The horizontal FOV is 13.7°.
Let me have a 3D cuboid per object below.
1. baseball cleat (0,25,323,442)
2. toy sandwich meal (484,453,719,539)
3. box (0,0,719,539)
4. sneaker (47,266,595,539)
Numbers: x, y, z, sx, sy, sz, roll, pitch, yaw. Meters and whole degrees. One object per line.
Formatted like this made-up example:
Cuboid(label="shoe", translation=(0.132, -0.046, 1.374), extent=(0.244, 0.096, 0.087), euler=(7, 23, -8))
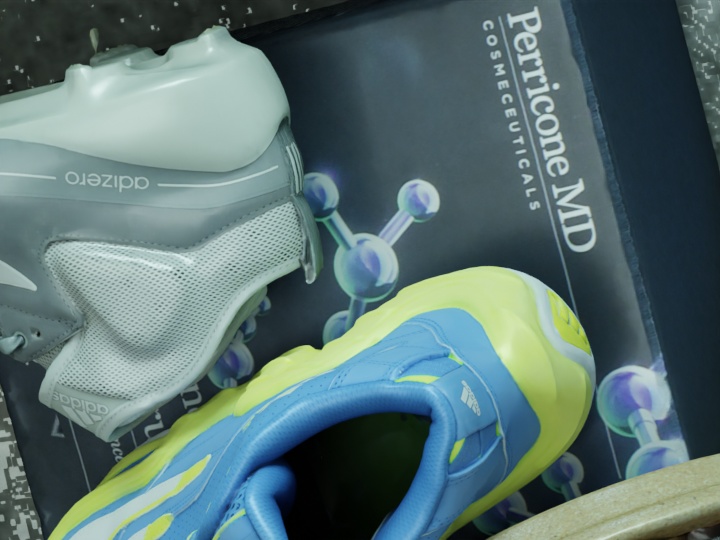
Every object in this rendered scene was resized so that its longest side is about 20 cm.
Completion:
Cuboid(label="baseball cleat", translation=(-0.107, 0.001, 0.803), extent=(0.199, 0.070, 0.107), euler=(-13, 97, 24))
Cuboid(label="toy sandwich meal", translation=(0.076, 0.117, 0.800), extent=(0.205, 0.205, 0.071), euler=(-32, 65, 24))
Cuboid(label="box", translation=(0.000, 0.000, 0.866), extent=(0.199, 0.107, 0.149), euler=(-13, 97, 22))
Cuboid(label="sneaker", translation=(-0.034, 0.069, 0.770), extent=(0.200, 0.105, 0.076), euler=(-40, 84, 22))
